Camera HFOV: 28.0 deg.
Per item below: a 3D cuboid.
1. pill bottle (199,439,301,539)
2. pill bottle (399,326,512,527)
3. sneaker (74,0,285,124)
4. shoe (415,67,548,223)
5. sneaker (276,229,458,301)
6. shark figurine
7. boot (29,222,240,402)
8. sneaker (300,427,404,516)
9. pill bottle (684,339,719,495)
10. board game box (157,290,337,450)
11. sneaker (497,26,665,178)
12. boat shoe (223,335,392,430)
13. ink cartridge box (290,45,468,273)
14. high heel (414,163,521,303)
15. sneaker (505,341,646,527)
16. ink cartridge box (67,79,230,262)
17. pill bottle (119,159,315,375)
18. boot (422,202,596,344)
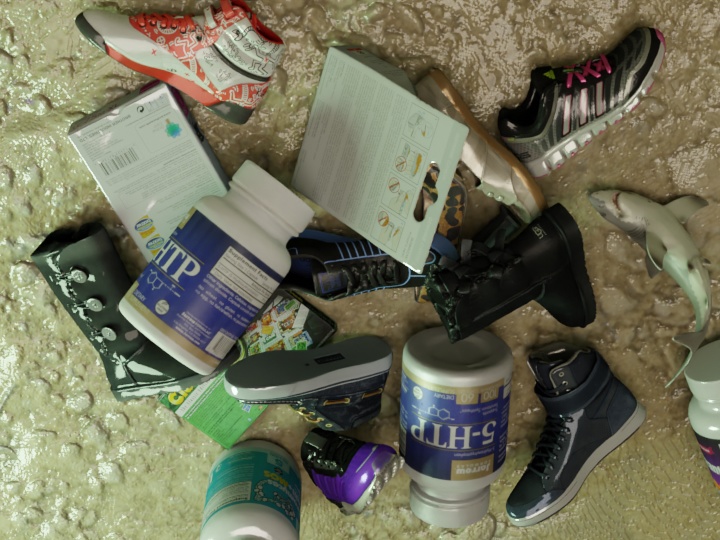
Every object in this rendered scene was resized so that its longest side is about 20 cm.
[{"bbox_3d":[-0.121,0.283,1.606,0.110,0.200,0.111,0,115,-1],"label":"pill bottle"},{"bbox_3d":[0.103,0.175,1.597,0.119,0.120,0.201,0,115,-1],"label":"pill bottle"},{"bbox_3d":[-0.174,-0.238,1.442,0.201,0.067,0.108,28,110,-17],"label":"sneaker"},{"bbox_3d":[0.120,-0.118,1.497,0.053,0.070,0.200,-41,101,-3],"label":"shoe"},{"bbox_3d":[0.000,0.000,1.516,0.199,0.078,0.071,0,121,21],"label":"sneaker"},{"bbox_3d":[0.330,0.007,1.545,0.127,0.215,0.090,-14,159,-25],"label":"shark figurine"},{"bbox_3d":[-0.241,0.035,1.553,0.164,0.066,0.201,-17,110,20],"label":"boot"},{"bbox_3d":[-0.022,0.214,1.599,0.099,0.200,0.070,43,68,1],"label":"sneaker"},{"bbox_3d":[0.433,0.180,1.618,0.111,0.112,0.201,-22,113,9],"label":"pill bottle"},{"bbox_3d":[-0.128,0.103,1.621,0.105,0.023,0.200,37,109,-17],"label":"board game box"},{"bbox_3d":[0.218,-0.183,1.468,0.087,0.074,0.200,39,113,-23],"label":"sneaker"},{"bbox_3d":[-0.056,0.137,1.581,0.199,0.071,0.091,-9,121,-27],"label":"boat shoe"},{"bbox_3d":[0.027,-0.115,1.444,0.200,0.050,0.163,34,118,33],"label":"ink cartridge box"},{"bbox_3d":[0.057,-0.055,1.526,0.200,0.072,0.143,39,107,-22],"label":"high heel"},{"bbox_3d":[0.208,0.173,1.605,0.202,0.077,0.146,-45,116,-12],"label":"sneaker"},{"bbox_3d":[-0.205,-0.092,1.519,0.119,0.042,0.201,-25,113,10],"label":"ink cartridge box"},{"bbox_3d":[-0.141,-0.006,1.466,0.120,0.120,0.200,38,88,-17],"label":"pill bottle"},{"bbox_3d":[0.158,0.026,1.515,0.162,0.074,0.199,-30,143,-6],"label":"boot"}]
